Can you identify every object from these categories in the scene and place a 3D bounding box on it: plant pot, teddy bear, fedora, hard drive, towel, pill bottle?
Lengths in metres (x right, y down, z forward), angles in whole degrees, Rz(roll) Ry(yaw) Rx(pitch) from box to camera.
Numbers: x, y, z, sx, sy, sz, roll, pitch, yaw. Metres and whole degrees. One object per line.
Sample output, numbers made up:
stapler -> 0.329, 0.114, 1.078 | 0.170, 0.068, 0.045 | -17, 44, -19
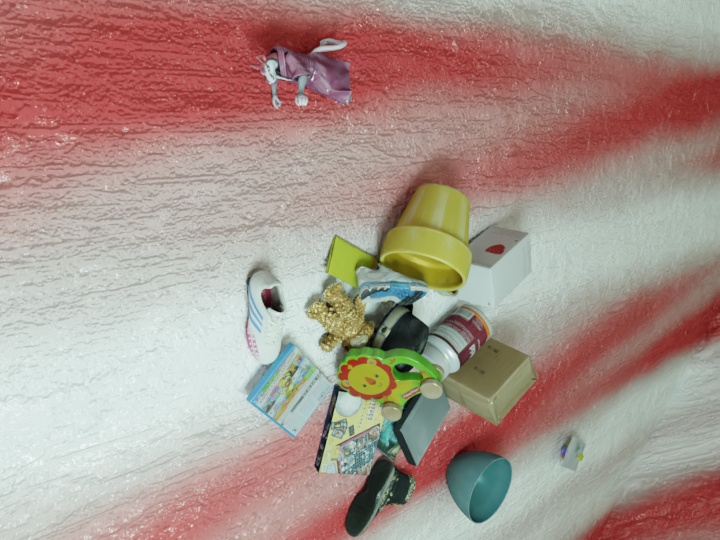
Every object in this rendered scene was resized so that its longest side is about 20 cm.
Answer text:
plant pot -> 0.329, 0.611, 1.804 | 0.199, 0.134, 0.202 | -17, 116, -38
teddy bear -> -0.036, 0.111, 1.336 | 0.145, 0.067, 0.201 | -36, 126, -25
fedora -> 0.096, 0.171, 1.423 | 0.201, 0.091, 0.202 | -47, 152, -34
hard drive -> 0.162, 0.383, 1.605 | 0.200, 0.033, 0.140 | -50, 130, -37
plant pot -> 0.161, -0.080, 1.373 | 0.201, 0.200, 0.190 | 38, 63, -43
towel -> 0.000, 0.000, 1.355 | 0.199, 0.018, 0.087 | 28, 66, -44
pill bottle -> 0.236, 0.188, 1.581 | 0.200, 0.114, 0.115 | -38, 127, -26

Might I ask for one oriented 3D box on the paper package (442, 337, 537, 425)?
paper package -> 0.334, 0.281, 1.644 | 0.190, 0.199, 0.104 | -39, 127, -25

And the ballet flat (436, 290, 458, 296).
ballet flat -> 0.202, -0.018, 1.512 | 0.067, 0.062, 0.201 | -42, 129, -24

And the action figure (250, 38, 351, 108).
action figure -> -0.097, -0.352, 1.067 | 0.199, 0.133, 0.150 | 3, 102, -46

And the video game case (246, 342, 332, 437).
video game case -> -0.144, 0.256, 1.302 | 0.143, 0.018, 0.200 | -52, 142, -16

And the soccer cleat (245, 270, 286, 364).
soccer cleat -> -0.178, 0.100, 1.187 | 0.069, 0.086, 0.202 | -19, 118, -37

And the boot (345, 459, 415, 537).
boot -> 0.059, 0.601, 1.596 | 0.154, 0.073, 0.205 | 40, 77, -46

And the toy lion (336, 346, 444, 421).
toy lion -> 0.055, 0.230, 1.348 | 0.192, 0.200, 0.069 | 42, 34, -17

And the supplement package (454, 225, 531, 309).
supplement package -> 0.338, -0.012, 1.584 | 0.200, 0.121, 0.121 | -37, 128, -37

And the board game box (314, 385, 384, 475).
board game box -> -0.019, 0.375, 1.440 | 0.134, 0.035, 0.202 | 11, 98, -25

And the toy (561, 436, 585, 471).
toy -> 0.787, 0.683, 2.315 | 0.200, 0.047, 0.116 | 33, 78, -48

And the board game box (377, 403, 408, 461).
board game box -> 0.066, 0.382, 1.554 | 0.136, 0.028, 0.200 | -54, 133, -15

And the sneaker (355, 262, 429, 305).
sneaker -> 0.071, 0.022, 1.359 | 0.199, 0.087, 0.075 | 8, 138, -41
